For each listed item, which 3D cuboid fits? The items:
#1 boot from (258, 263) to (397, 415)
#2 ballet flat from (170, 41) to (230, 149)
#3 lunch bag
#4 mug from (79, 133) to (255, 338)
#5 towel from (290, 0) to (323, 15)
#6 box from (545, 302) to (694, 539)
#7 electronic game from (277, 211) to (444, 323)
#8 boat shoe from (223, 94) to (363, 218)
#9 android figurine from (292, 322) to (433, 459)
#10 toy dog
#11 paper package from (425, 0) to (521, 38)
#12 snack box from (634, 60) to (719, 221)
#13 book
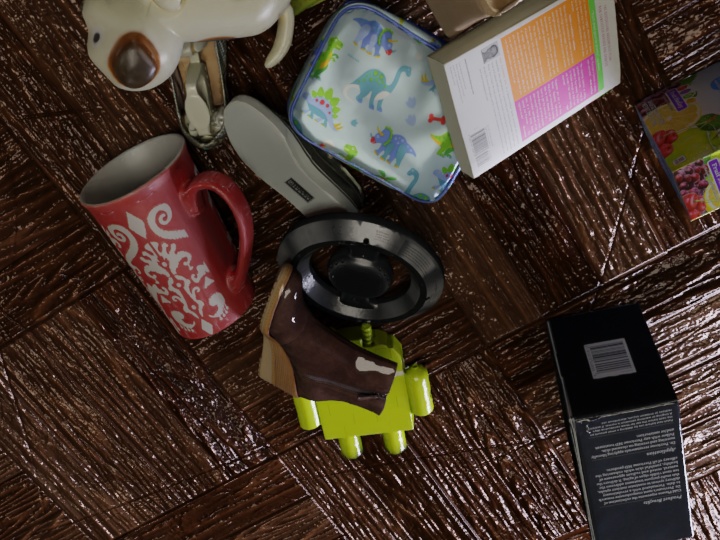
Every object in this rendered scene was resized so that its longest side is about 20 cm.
[{"bbox_3d":[-0.034,0.083,1.130,0.163,0.073,0.202,15,136,4],"label":"boot"},{"bbox_3d":[-0.174,-0.222,1.023,0.070,0.072,0.204,-4,119,6],"label":"ballet flat"},{"bbox_3d":[0.034,-0.179,1.015,0.197,0.083,0.163,26,104,-12],"label":"lunch bag"},{"bbox_3d":[-0.198,-0.028,1.081,0.133,0.176,0.202,-39,122,-21],"label":"mug"},{"bbox_3d":[-0.067,-0.359,0.941,0.142,0.023,0.202,-15,120,34],"label":"towel"},{"bbox_3d":[0.303,0.182,1.143,0.121,0.201,0.200,-10,119,8],"label":"box"},{"bbox_3d":[0.000,0.000,1.115,0.195,0.042,0.202,9,146,6],"label":"electronic game"},{"bbox_3d":[-0.071,-0.124,1.075,0.070,0.064,0.200,-20,124,39],"label":"boat shoe"},{"bbox_3d":[0.001,0.153,1.238,0.178,0.041,0.204,-6,120,7],"label":"android figurine"},{"bbox_3d":[-0.176,-0.258,0.931,0.199,0.139,0.196,-36,127,-9],"label":"toy dog"},{"bbox_3d":[0.084,-0.324,0.853,0.102,0.191,0.202,-32,99,-2],"label":"paper package"},{"bbox_3d":[0.393,-0.156,0.969,0.197,0.170,0.068,-25,119,15],"label":"snack box"},{"bbox_3d":[0.171,-0.199,0.973,0.198,0.048,0.135,-32,127,-14],"label":"book"}]
